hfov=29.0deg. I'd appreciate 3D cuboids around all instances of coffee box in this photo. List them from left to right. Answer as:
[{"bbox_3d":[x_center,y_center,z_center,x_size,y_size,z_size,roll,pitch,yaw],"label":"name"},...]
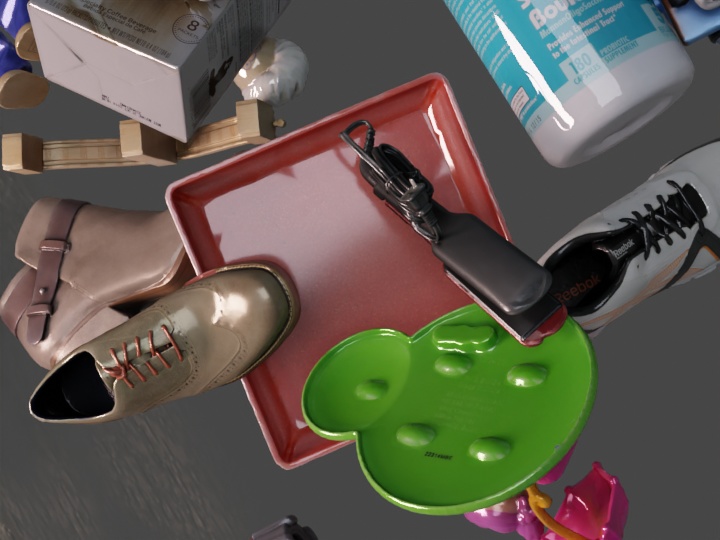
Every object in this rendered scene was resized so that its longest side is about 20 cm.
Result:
[{"bbox_3d":[-0.112,-0.198,0.916,0.114,0.080,0.201,24,61,12],"label":"coffee box"}]

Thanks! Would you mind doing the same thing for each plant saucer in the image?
[{"bbox_3d":[0.000,0.000,0.915,0.198,0.037,0.201,-23,93,-2],"label":"plant saucer"}]

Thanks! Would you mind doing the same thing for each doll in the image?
[{"bbox_3d":[-0.285,-0.208,1.010,0.200,0.048,0.137,44,118,27],"label":"doll"}]

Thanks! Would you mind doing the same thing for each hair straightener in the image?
[{"bbox_3d":[0.045,-0.039,0.822,0.041,0.077,0.200,-37,52,-4],"label":"hair straightener"}]

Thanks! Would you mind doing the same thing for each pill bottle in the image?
[{"bbox_3d":[0.116,-0.175,0.888,0.110,0.111,0.201,-33,80,10],"label":"pill bottle"}]

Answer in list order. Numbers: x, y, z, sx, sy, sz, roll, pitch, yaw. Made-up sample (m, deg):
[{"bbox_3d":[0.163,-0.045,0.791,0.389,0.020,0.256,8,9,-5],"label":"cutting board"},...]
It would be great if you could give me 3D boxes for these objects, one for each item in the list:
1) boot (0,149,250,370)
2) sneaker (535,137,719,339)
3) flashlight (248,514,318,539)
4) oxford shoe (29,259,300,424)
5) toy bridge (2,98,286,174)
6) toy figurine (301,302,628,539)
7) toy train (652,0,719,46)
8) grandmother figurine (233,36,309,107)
[{"bbox_3d":[-0.169,-0.018,0.979,0.146,0.070,0.201,26,82,25],"label":"boot"},{"bbox_3d":[0.180,-0.017,0.868,0.200,0.080,0.074,-38,79,-7],"label":"sneaker"},{"bbox_3d":[-0.115,0.240,0.949,0.199,0.068,0.068,-31,83,9],"label":"flashlight"},{"bbox_3d":[-0.124,0.055,0.872,0.199,0.075,0.071,-30,90,29],"label":"oxford shoe"},{"bbox_3d":[-0.146,-0.090,0.972,0.199,0.067,0.027,-6,86,15],"label":"toy bridge"},{"bbox_3d":[0.083,0.130,0.861,0.199,0.184,0.151,4,52,39],"label":"toy figurine"},{"bbox_3d":[0.193,-0.237,0.870,0.086,0.114,0.201,-25,81,12],"label":"toy train"},{"bbox_3d":[-0.126,-0.166,0.977,0.199,0.061,0.122,25,100,16],"label":"grandmother figurine"}]
